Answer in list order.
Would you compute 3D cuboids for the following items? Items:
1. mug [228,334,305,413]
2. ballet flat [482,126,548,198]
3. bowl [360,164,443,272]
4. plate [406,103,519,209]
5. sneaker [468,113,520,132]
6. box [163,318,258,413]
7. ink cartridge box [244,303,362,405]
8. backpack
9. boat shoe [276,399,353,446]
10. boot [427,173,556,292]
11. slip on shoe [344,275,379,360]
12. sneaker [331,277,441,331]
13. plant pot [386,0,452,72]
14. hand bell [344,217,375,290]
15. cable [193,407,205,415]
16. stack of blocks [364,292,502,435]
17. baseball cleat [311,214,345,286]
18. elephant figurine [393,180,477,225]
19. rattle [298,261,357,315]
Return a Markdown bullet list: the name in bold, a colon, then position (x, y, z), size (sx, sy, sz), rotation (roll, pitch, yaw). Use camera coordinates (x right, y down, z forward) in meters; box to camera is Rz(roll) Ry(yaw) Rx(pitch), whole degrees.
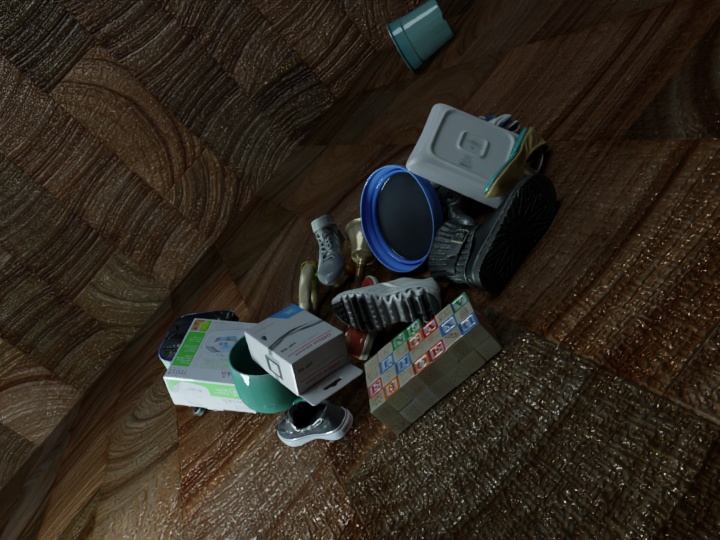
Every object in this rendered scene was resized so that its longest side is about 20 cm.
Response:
- **mug**: position (-0.166, 0.205, 1.101), size (0.148, 0.117, 0.186), rotation (-14, 31, -9)
- **ballet flat**: position (0.272, -0.176, 0.979), size (0.201, 0.062, 0.069), rotation (-52, -3, -35)
- **bowl**: position (0.078, -0.100, 1.104), size (0.039, 0.206, 0.199), rotation (-16, -1, -39)
- **plate**: position (0.201, -0.219, 1.052), size (0.033, 0.196, 0.202), rotation (109, -174, -55)
- **sneaker**: position (0.269, -0.288, 1.211), size (0.143, 0.082, 0.200), rotation (-6, 25, 29)
- **box**: position (-0.302, 0.209, 1.281), size (0.194, 0.098, 0.178), rotation (4, 40, 11)
- **ink cartridge box**: position (-0.100, 0.139, 1.001), size (0.114, 0.068, 0.198), rotation (-28, 32, -31)
- **backpack**: position (-0.407, 0.207, 1.499), size (0.195, 0.149, 0.185), rotation (-2, 42, 24)
- **boat shoe**: position (-0.095, 0.252, 0.982), size (0.198, 0.066, 0.071), rotation (-18, 35, 51)
- **boot**: position (0.203, -0.065, 0.930), size (0.213, 0.079, 0.157), rotation (-52, 22, -8)
- **slip on shoe**: position (0.000, 0.078, 1.077), size (0.202, 0.060, 0.075), rotation (-78, 7, -50)
- **sneaker**: position (0.047, 0.052, 0.994), size (0.195, 0.077, 0.082), rotation (-5, 29, 19)
- **plant pot**: position (0.224, -0.861, 2.094), size (0.194, 0.201, 0.202), rotation (-29, 27, 21)
- **hand bell**: position (0.000, 0.000, 1.228), size (0.103, 0.103, 0.204), rotation (-26, 42, 42)
- **cable**: position (-0.432, 0.311, 1.543), size (0.096, 0.050, 0.201), rotation (-35, 24, 19)
- **stack of blocks**: position (0.099, 0.125, 0.837), size (0.199, 0.058, 0.116), rotation (-42, 22, 15)
- **baseball cleat**: position (-0.077, -0.051, 1.245), size (0.069, 0.108, 0.201), rotation (-25, 28, 11)
- **elephant figurine**: position (0.169, -0.160, 1.105), size (0.140, 0.158, 0.198), rotation (-32, 18, -27)
- **rattle**: position (-0.078, 0.082, 1.287), size (0.131, 0.139, 0.204), rotation (109, 167, -52)
